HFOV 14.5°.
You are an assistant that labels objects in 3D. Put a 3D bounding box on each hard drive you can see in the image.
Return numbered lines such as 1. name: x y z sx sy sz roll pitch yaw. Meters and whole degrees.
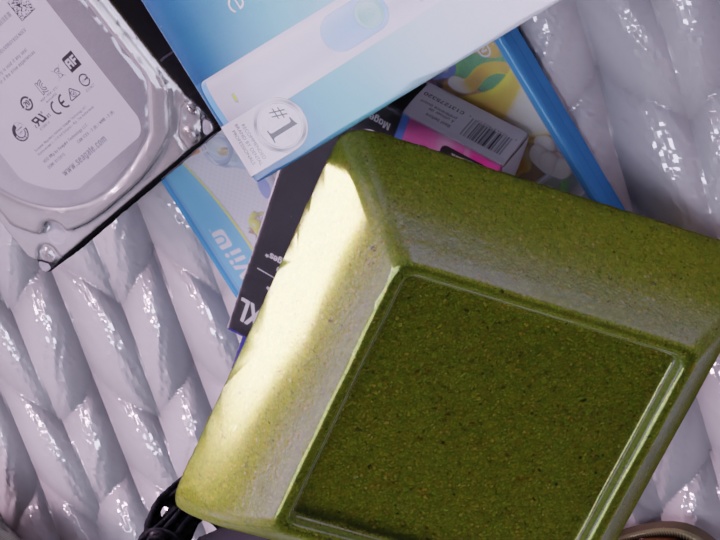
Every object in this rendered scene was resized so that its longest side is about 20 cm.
1. hard drive: -0.160 -0.112 1.275 0.140 0.038 0.200 -36 92 39

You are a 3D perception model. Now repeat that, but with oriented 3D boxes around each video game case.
1. video game case: 0.010 -0.036 1.257 0.200 0.018 0.143 -21 108 36

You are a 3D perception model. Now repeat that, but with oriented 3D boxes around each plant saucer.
1. plant saucer: 0.049 0.060 1.195 0.200 0.048 0.200 16 116 -18

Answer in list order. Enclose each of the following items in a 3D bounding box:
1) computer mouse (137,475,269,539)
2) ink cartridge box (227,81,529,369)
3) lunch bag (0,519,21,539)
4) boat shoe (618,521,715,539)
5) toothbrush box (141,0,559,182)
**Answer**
1. computer mouse: -0.022 0.124 1.316 0.200 0.139 0.053 -1 119 17
2. ink cartridge box: 0.000 0.000 1.253 0.095 0.037 0.200 28 131 11
3. lunch bag: -0.181 0.228 1.459 0.200 0.139 0.168 39 114 0
4. boat shoe: 0.094 0.188 1.321 0.072 0.068 0.200 47 128 -3
5. toothbrush box: 0.011 -0.150 1.111 0.200 0.085 0.147 -29 96 25
